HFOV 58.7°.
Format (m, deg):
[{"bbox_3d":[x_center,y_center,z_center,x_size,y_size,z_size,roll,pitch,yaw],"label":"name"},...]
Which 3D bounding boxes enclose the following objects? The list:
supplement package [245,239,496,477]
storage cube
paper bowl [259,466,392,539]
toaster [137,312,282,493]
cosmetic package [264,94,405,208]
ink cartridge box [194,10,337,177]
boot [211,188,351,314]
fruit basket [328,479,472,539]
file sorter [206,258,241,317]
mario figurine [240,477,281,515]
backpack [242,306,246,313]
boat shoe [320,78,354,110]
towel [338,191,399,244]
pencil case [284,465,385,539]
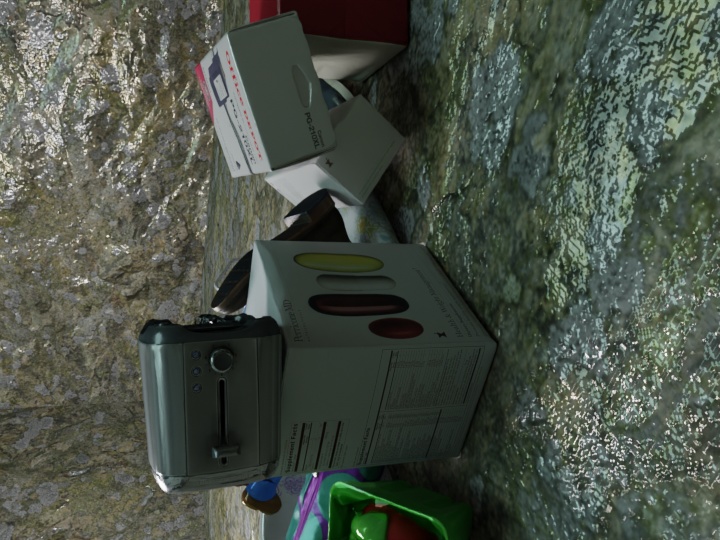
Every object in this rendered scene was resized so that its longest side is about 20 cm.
[{"bbox_3d":[-0.006,0.077,0.651,0.192,0.197,0.149,-120,36,-54],"label":"supplement package"},{"bbox_3d":[-0.046,-0.360,0.825,0.200,0.168,0.183,179,91,-70],"label":"storage cube"},{"bbox_3d":[-0.031,0.310,0.798,0.199,0.103,0.204,-27,53,41],"label":"paper bowl"},{"bbox_3d":[-0.131,0.105,0.549,0.199,0.112,0.132,173,95,-68],"label":"toaster"},{"bbox_3d":[-0.041,-0.145,0.841,0.108,0.085,0.199,-56,23,-12],"label":"cosmetic package"},{"bbox_3d":[-0.115,-0.192,0.739,0.199,0.083,0.147,14,124,66],"label":"ink cartridge box"},{"bbox_3d":[-0.079,0.002,0.747,0.074,0.200,0.097,-1,131,55],"label":"boot"},{"bbox_3d":[0.004,0.305,0.581,0.154,0.214,0.220,7,97,38],"label":"fruit basket"},{"bbox_3d":[-0.160,0.102,0.921,0.139,0.122,0.203,-84,11,-70],"label":"file sorter"},{"bbox_3d":[-0.070,0.192,0.778,0.201,0.123,0.106,-56,-6,5],"label":"mario figurine"},{"bbox_3d":[-0.145,0.157,1.124,0.183,0.144,0.203,-121,34,-59],"label":"backpack"},{"bbox_3d":[-0.056,-0.254,0.982,0.075,0.062,0.200,50,179,-34],"label":"boat shoe"},{"bbox_3d":[0.000,0.000,0.867,0.172,0.047,0.202,-117,33,-48],"label":"towel"},{"bbox_3d":[-0.040,0.264,0.675,0.085,0.092,0.203,16,87,51],"label":"pencil case"}]
